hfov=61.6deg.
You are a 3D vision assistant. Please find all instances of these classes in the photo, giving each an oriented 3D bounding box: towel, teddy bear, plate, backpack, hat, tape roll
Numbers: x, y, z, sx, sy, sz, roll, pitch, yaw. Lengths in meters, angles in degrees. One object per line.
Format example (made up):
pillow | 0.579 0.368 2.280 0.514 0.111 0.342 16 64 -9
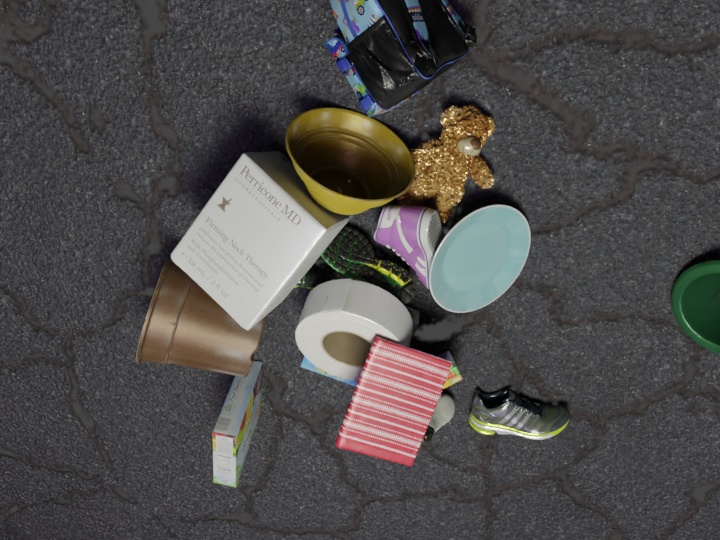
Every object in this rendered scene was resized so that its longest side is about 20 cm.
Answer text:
towel | 0.053 0.218 0.990 0.141 0.023 0.204 18 102 -13
teddy bear | 0.135 -0.153 0.936 0.144 0.067 0.199 38 121 -18
plate | 0.194 -0.021 0.998 0.196 0.026 0.204 -15 128 -20
backpack | 0.032 -0.328 0.780 0.133 0.183 0.202 -26 103 42
hat | 0.651 0.035 1.006 0.198 0.174 0.169 31 135 35
tape roll | -0.011 0.107 1.037 0.197 0.072 0.205 11 140 9

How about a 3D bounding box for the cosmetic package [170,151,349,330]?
cosmetic package | -0.150 -0.054 0.941 0.167 0.166 0.201 41 106 1

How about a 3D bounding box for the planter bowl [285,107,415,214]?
planter bowl | -0.023 -0.145 0.898 0.196 0.203 0.084 20 137 -5

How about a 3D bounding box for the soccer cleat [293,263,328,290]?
soccer cleat | -0.142 -0.030 1.062 0.196 0.068 0.082 24 117 -4

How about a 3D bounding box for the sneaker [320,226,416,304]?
sneaker | 0.000 0.000 1.050 0.199 0.079 0.085 39 159 0

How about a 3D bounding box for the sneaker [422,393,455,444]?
sneaker | 0.111 0.286 1.155 0.071 0.198 0.074 -17 85 37

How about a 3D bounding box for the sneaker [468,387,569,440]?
sneaker | 0.309 0.276 1.183 0.194 0.074 0.083 -2 120 8

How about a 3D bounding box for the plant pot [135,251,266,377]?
plant pot | -0.278 0.094 1.094 0.194 0.202 0.203 19 124 -12

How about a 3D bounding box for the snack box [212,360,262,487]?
snack box | -0.242 0.299 1.204 0.052 0.202 0.145 10 124 1

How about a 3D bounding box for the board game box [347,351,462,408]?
board game box | 0.080 0.217 1.093 0.196 0.166 0.058 -26 77 -1

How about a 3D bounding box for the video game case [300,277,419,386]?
video game case | -0.004 0.133 1.155 0.177 0.046 0.203 20 123 -3

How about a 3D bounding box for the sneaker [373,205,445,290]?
sneaker | 0.082 -0.042 1.007 0.112 0.074 0.202 11 148 23
